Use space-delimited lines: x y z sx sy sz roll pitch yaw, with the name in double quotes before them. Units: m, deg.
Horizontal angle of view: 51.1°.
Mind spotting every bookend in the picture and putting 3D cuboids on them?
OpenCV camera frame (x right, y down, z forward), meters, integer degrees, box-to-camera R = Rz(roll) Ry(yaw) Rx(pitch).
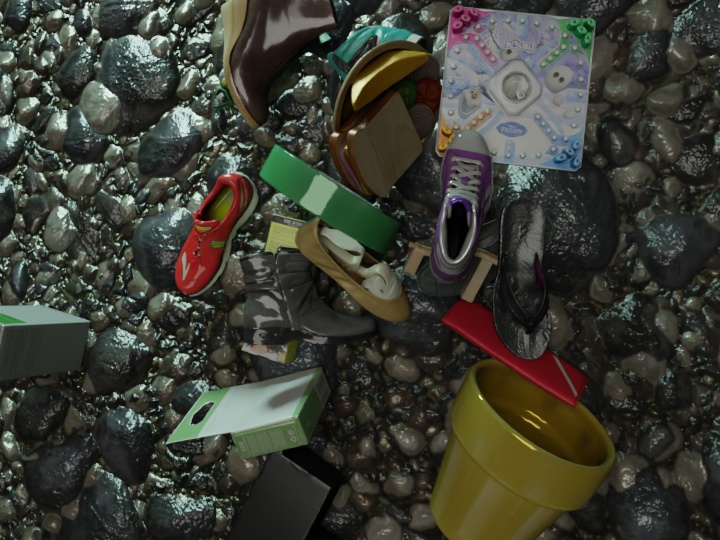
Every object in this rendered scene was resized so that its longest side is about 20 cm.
"bookend" -0.066 0.362 1.042 0.196 0.092 0.203 29 94 14

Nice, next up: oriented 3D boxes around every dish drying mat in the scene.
"dish drying mat" 0.203 0.103 0.985 0.198 0.077 0.018 35 126 15

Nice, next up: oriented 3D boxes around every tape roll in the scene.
"tape roll" -0.039 -0.095 1.000 0.198 0.200 0.049 33 96 15

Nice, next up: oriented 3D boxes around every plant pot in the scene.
"plant pot" 0.181 0.246 0.932 0.199 0.200 0.191 33 111 15

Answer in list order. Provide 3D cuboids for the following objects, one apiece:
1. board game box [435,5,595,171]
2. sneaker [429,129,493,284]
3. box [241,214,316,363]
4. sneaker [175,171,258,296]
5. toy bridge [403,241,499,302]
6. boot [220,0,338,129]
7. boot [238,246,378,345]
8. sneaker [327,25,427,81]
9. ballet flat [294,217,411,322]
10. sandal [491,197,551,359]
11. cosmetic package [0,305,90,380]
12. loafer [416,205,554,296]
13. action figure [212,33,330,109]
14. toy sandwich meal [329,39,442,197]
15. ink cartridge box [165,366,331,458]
"board game box" 0.207 -0.244 1.001 0.195 0.026 0.205 6 89 3
"sneaker" 0.130 -0.093 0.922 0.071 0.114 0.205 7 76 5
"box" -0.111 0.026 1.094 0.074 0.050 0.205 13 90 16
"sneaker" -0.229 -0.058 1.114 0.076 0.085 0.203 29 95 16
"toy bridge" 0.152 0.007 0.985 0.197 0.027 0.068 25 112 -4
"boot" -0.108 -0.314 1.044 0.163 0.072 0.205 -14 81 17
"boot" -0.068 0.034 1.034 0.195 0.070 0.135 1 88 -17
"sneaker" -0.002 -0.255 1.058 0.120 0.083 0.203 31 100 19
"ballet flat" 0.000 0.000 1.014 0.198 0.069 0.063 35 141 -14
"sandal" 0.201 0.012 0.940 0.073 0.048 0.206 -4 93 1
"cosmetic package" -0.514 0.106 1.131 0.105 0.200 0.087 14 93 14
"loafer" 0.167 -0.028 1.018 0.197 0.063 0.073 -26 111 17
"action figure" -0.152 -0.315 1.124 0.200 0.055 0.118 -45 79 14
"toy sandwich meal" 0.044 -0.197 0.986 0.070 0.204 0.208 36 98 43
"ink cartridge box" -0.151 0.203 1.046 0.196 0.146 0.049 -16 106 16
